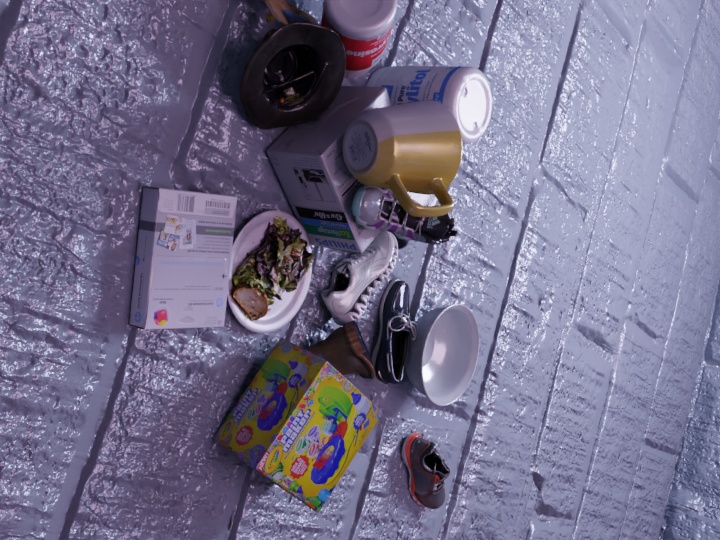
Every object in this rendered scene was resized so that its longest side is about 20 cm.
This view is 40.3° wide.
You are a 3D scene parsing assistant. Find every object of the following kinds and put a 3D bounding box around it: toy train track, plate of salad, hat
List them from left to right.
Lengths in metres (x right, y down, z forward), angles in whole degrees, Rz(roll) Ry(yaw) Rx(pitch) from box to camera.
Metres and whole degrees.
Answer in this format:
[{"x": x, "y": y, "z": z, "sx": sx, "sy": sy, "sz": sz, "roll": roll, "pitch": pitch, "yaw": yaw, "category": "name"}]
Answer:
[{"x": -0.139, "y": 0.004, "z": 1.592, "sx": 0.199, "sy": 0.048, "sz": 0.202, "roll": -13, "pitch": 107, "yaw": -49, "category": "plate of salad"}, {"x": -0.130, "y": -0.403, "z": 1.518, "sx": 0.199, "sy": 0.032, "sz": 0.115, "roll": 8, "pitch": 49, "yaw": -61, "category": "toy train track"}, {"x": -0.114, "y": -0.316, "z": 1.508, "sx": 0.199, "sy": 0.081, "sz": 0.201, "roll": -23, "pitch": 147, "yaw": -15, "category": "hat"}]

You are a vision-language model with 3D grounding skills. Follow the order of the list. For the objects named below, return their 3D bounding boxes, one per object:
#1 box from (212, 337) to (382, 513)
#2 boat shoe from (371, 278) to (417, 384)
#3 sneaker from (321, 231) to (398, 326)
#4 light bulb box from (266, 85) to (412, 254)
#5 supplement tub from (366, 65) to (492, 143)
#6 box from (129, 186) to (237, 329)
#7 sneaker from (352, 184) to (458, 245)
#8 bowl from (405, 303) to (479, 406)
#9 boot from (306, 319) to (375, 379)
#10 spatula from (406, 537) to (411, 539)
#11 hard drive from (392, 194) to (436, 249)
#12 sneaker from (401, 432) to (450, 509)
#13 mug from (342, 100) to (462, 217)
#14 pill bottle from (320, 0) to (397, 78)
[{"x": -0.100, "y": 0.255, "z": 1.613, "sx": 0.201, "sy": 0.121, "sz": 0.193, "roll": -56, "pitch": 136, "yaw": -12, "category": "box"}, {"x": 0.068, "y": 0.115, "z": 1.854, "sx": 0.075, "sy": 0.061, "sz": 0.202, "roll": 29, "pitch": 69, "yaw": -43, "category": "boat shoe"}, {"x": 0.000, "y": 0.000, "z": 1.750, "sx": 0.081, "sy": 0.075, "sz": 0.201, "roll": 50, "pitch": 59, "yaw": -33, "category": "sneaker"}, {"x": -0.023, "y": -0.170, "z": 1.637, "sx": 0.198, "sy": 0.124, "sz": 0.201, "roll": -49, "pitch": 133, "yaw": -33, "category": "light bulb box"}, {"x": 0.119, "y": -0.293, "z": 1.727, "sx": 0.131, "sy": 0.199, "sz": 0.133, "roll": -13, "pitch": 107, "yaw": -49, "category": "supplement tub"}, {"x": -0.258, "y": -0.017, "z": 1.447, "sx": 0.155, "sy": 0.041, "sz": 0.202, "roll": 1, "pitch": 96, "yaw": -51, "category": "box"}, {"x": 0.088, "y": -0.088, "z": 1.581, "sx": 0.199, "sy": 0.139, "sz": 0.079, "roll": 12, "pitch": 91, "yaw": -53, "category": "sneaker"}, {"x": 0.145, "y": 0.159, "z": 1.941, "sx": 0.200, "sy": 0.090, "sz": 0.203, "roll": -15, "pitch": 110, "yaw": -49, "category": "bowl"}, {"x": -0.033, "y": 0.156, "z": 1.754, "sx": 0.096, "sy": 0.075, "sz": 0.200, "roll": -22, "pitch": 150, "yaw": -1, "category": "boot"}, {"x": 0.049, "y": 0.592, "z": 1.967, "sx": 0.199, "sy": 0.020, "sz": 0.057, "roll": -9, "pitch": 99, "yaw": -49, "category": "spatula"}, {"x": 0.095, "y": -0.150, "z": 1.852, "sx": 0.201, "sy": 0.042, "sz": 0.135, "roll": -60, "pitch": 137, "yaw": -24, "category": "hard drive"}, {"x": 0.146, "y": 0.422, "z": 2.003, "sx": 0.077, "sy": 0.081, "sz": 0.201, "roll": -49, "pitch": 131, "yaw": -33, "category": "sneaker"}, {"x": 0.066, "y": -0.184, "z": 1.516, "sx": 0.152, "sy": 0.186, "sz": 0.151, "roll": -5, "pitch": 119, "yaw": -41, "category": "mug"}, {"x": -0.008, "y": -0.385, "z": 1.557, "sx": 0.200, "sy": 0.111, "sz": 0.113, "roll": 114, "pitch": -3, "yaw": -76, "category": "pill bottle"}]
